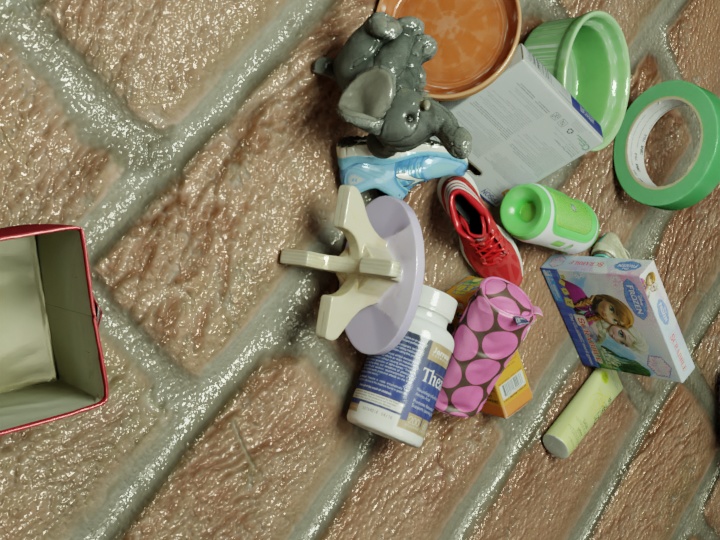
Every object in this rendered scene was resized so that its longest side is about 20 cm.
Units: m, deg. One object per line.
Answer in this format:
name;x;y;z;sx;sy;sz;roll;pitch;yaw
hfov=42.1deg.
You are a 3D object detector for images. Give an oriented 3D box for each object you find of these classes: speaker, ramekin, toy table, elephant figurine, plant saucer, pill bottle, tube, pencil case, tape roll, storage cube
speaker;0.288;-0.076;1.408;0.198;0.087;0.091;9;88;-53
ramekin;0.319;-0.285;1.416;0.198;0.096;0.205;-10;104;-46
toy table;0.000;0.000;1.178;0.116;0.181;0.205;12;75;-51
elephant figurine;0.036;-0.201;1.137;0.139;0.155;0.204;10;60;-25
plant saucer;0.116;-0.325;1.246;0.032;0.196;0.205;30;71;-76
pill bottle;0.063;0.125;1.261;0.110;0.110;0.204;27;77;-34
tube;0.373;0.224;1.540;0.199;0.052;0.059;-41;156;-33
pencil case;0.168;0.113;1.293;0.092;0.092;0.202;15;125;-16
tape roll;0.502;-0.202;1.513;0.047;0.199;0.206;9;88;-35
storage cube;-0.363;0.054;0.897;0.197;0.178;0.175;-13;101;-36

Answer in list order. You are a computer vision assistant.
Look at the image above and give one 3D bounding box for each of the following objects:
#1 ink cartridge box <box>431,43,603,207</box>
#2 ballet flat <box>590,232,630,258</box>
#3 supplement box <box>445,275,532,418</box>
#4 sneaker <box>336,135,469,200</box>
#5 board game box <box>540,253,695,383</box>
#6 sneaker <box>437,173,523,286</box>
ink cartridge box;0.208;-0.198;1.323;0.195;0.198;0.044;34;42;-33
ballet flat;0.455;0.020;1.578;0.201;0.067;0.063;55;54;-26
supplement box;0.188;0.113;1.382;0.068;0.066;0.204;-28;108;-28
sneaker;0.055;-0.134;1.269;0.196;0.078;0.092;-3;107;-23
board game box;0.397;0.071;1.453;0.041;0.198;0.202;-40;114;-26
sneaker;0.170;-0.037;1.319;0.078;0.116;0.201;-33;106;15
